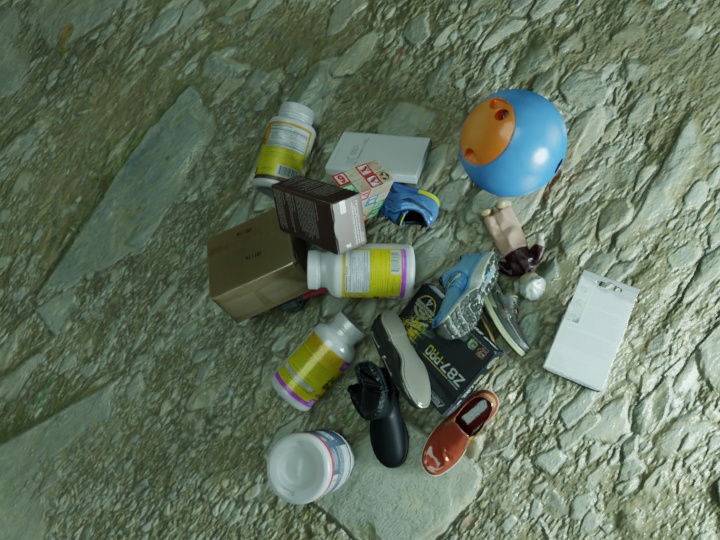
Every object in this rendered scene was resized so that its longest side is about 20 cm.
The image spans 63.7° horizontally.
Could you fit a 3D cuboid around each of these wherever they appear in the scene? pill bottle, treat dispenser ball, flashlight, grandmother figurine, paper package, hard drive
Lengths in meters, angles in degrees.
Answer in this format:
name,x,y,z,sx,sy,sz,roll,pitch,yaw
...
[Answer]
name,x,y,z,sx,sy,sz,roll,pitch,yaw
pill bottle,0.000,0.000,1.113,0.199,0.104,0.105,1,78,-2
pill bottle,-0.082,0.359,1.083,0.119,0.200,0.120,-3,77,15
treat dispenser ball,0.289,-0.241,1.107,0.200,0.201,0.202,-3,77,15
flashlight,-0.075,0.039,1.227,0.199,0.068,0.068,-20,48,15
pill bottle,-0.080,0.179,1.173,0.104,0.104,0.200,43,92,20
grandmother figurine,0.308,-0.037,1.137,0.121,0.060,0.201,-31,73,38
paper package,-0.211,-0.016,1.224,0.199,0.104,0.191,-25,48,10
hard drive,0.040,-0.244,1.241,0.199,0.027,0.132,8,51,18
pill bottle,-0.164,-0.266,1.289,0.109,0.109,0.201,11,81,18

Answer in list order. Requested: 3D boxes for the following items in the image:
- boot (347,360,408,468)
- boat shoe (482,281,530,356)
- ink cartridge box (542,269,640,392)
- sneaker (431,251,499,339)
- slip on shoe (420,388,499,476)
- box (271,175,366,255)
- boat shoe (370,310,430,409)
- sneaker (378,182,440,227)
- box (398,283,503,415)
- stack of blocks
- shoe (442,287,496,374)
name,x,y,z,sx,sy,sz,roll,pitch,yaw
boot,0.032,0.273,1.086,0.076,0.168,0.201,-8,77,16
boat shoe,0.272,0.066,1.112,0.066,0.072,0.201,-34,70,12
ink cartridge box,0.425,0.111,1.072,0.109,0.050,0.201,22,84,20
sneaker,0.181,0.044,1.070,0.090,0.079,0.200,10,49,38
slip on shoe,0.184,0.305,1.094,0.074,0.061,0.200,43,93,18
box,-0.081,-0.110,1.092,0.075,0.100,0.200,-25,32,-30
boat shoe,0.074,0.173,1.094,0.057,0.067,0.201,-46,55,40
sneaker,0.063,-0.138,1.208,0.199,0.066,0.079,16,53,17
box,0.148,0.148,1.109,0.200,0.049,0.161,47,110,30
stack of blocks,-0.021,-0.122,1.174,0.115,0.200,0.059,-27,69,-32
shoe,0.220,0.103,1.128,0.070,0.053,0.201,-27,71,28
